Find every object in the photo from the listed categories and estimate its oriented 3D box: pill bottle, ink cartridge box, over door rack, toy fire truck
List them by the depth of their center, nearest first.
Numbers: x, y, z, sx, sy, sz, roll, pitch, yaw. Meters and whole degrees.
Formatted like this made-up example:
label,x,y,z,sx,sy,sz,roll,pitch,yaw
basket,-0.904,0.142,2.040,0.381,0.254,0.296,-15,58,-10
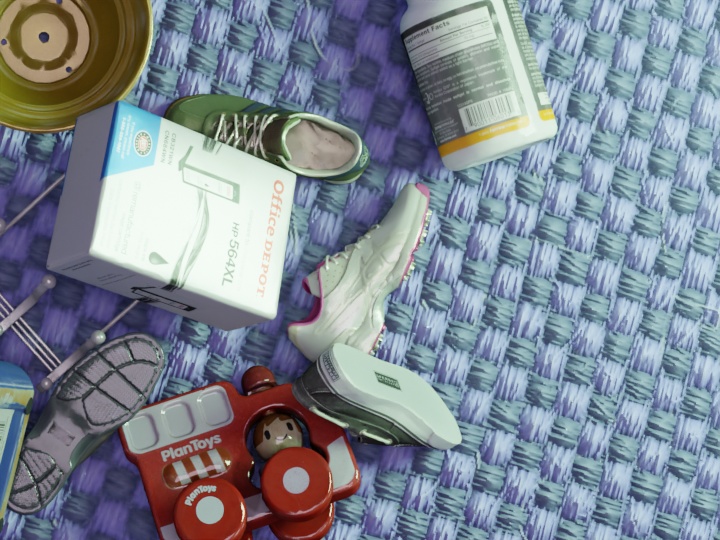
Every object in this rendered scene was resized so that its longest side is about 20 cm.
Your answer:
label,x,y,z,sx,sy,sz,roll,pitch,yaw
ink cartridge box,-0.165,-0.046,1.602,0.199,0.084,0.147,20,69,-34
over door rack,-0.265,-0.007,1.644,0.200,0.067,0.148,-42,95,-9
toy fire truck,-0.110,0.175,1.646,0.199,0.112,0.169,-19,69,-7
pill bottle,0.104,-0.204,1.690,0.116,0.116,0.201,-18,89,-10

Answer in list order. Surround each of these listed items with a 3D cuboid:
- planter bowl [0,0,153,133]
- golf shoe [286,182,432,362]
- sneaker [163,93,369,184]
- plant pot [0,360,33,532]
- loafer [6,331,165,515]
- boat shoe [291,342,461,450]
label,x,y,z,sx,sy,sz,roll,pitch,yaw
planter bowl,-0.291,-0.221,1.643,0.199,0.083,0.202,1,87,-8
golf shoe,0.000,0.000,1.685,0.091,0.075,0.201,26,82,-4
sneaker,-0.085,-0.127,1.668,0.199,0.090,0.068,13,86,-8
plant pot,-0.394,0.144,1.528,0.178,0.200,0.202,13,86,9
loafer,-0.256,0.135,1.634,0.072,0.063,0.200,41,85,-3
boat shoe,0.016,0.126,1.657,0.064,0.071,0.200,-38,136,22
